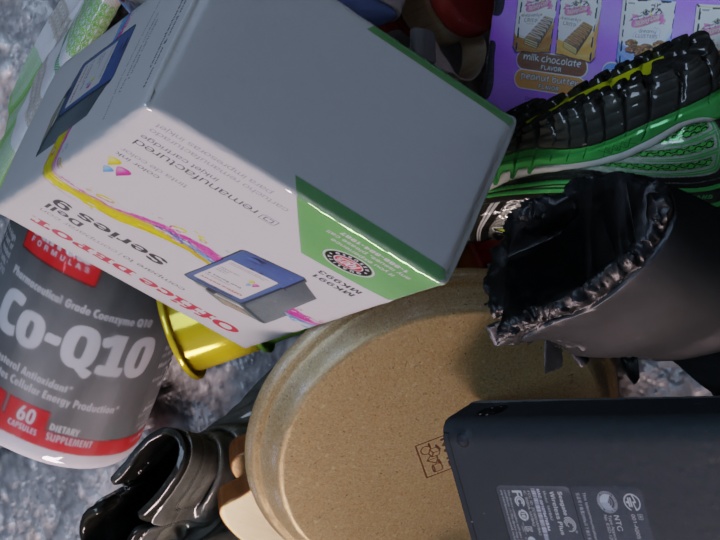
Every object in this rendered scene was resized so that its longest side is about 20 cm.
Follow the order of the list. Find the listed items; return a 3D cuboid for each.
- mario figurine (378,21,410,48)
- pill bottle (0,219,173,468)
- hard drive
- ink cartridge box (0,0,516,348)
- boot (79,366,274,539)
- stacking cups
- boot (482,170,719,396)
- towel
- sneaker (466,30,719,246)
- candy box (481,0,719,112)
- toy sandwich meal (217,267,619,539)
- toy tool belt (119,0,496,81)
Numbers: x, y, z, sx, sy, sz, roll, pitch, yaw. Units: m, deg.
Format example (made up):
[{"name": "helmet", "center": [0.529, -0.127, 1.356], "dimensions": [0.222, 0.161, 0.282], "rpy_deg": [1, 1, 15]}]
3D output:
[{"name": "mario figurine", "center": [-0.035, -0.122, 0.986], "dimensions": [0.106, 0.123, 0.200], "rpy_deg": [-175, 73, -80]}, {"name": "pill bottle", "center": [-0.147, 0.000, 1.077], "dimensions": [0.114, 0.114, 0.200], "rpy_deg": [34, 113, 30]}, {"name": "hard drive", "center": [0.135, 0.124, 0.826], "dimensions": [0.200, 0.033, 0.140], "rpy_deg": [-5, 106, 44]}, {"name": "ink cartridge box", "center": [-0.053, -0.045, 0.826], "dimensions": [0.200, 0.145, 0.088], "rpy_deg": [-17, 46, 61]}, {"name": "boot", "center": [-0.055, 0.087, 1.002], "dimensions": [0.068, 0.131, 0.200], "rpy_deg": [50, 119, 24]}, {"name": "stacking cups", "center": [0.000, 0.000, 0.958], "dimensions": [0.200, 0.061, 0.061], "rpy_deg": [-17, 82, 11]}, {"name": "boot", "center": [0.160, -0.001, 0.762], "dimensions": [0.198, 0.162, 0.073], "rpy_deg": [-27, 52, 45]}, {"name": "towel", "center": [-0.159, -0.146, 1.073], "dimensions": [0.031, 0.149, 0.200], "rpy_deg": [28, 115, -14]}, {"name": "sneaker", "center": [0.089, -0.031, 0.850], "dimensions": [0.200, 0.078, 0.085], "rpy_deg": [-19, 105, 47]}, {"name": "candy box", "center": [0.152, -0.159, 0.871], "dimensions": [0.168, 0.072, 0.200], "rpy_deg": [14, 101, 36]}, {"name": "toy sandwich meal", "center": [0.028, 0.072, 0.935], "dimensions": [0.205, 0.205, 0.070], "rpy_deg": [-59, 28, 23]}, {"name": "toy tool belt", "center": [-0.044, -0.138, 0.894], "dimensions": [0.123, 0.200, 0.125], "rpy_deg": [-17, 67, 43]}]
